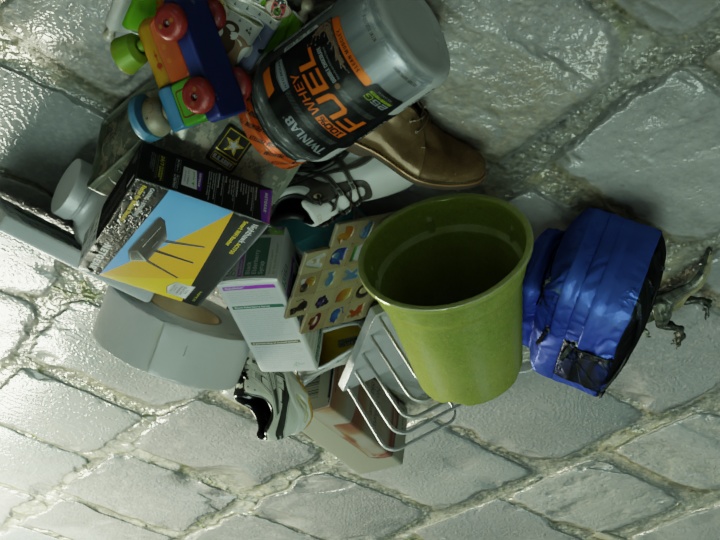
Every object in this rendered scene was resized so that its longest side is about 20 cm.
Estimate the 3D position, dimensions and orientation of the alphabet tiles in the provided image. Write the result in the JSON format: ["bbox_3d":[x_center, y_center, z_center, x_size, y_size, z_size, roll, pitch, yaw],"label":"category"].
[{"bbox_3d":[0.000,0.000,1.396,0.198,0.006,0.168,-13,137,-38],"label":"alphabet tiles"}]

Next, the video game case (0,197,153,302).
[{"bbox_3d":[-0.359,-0.031,1.409,0.199,0.024,0.182,30,179,-30],"label":"video game case"}]

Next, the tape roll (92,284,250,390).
[{"bbox_3d":[-0.237,0.079,1.484,0.200,0.202,0.072,20,99,-20],"label":"tape roll"}]

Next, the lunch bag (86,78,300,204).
[{"bbox_3d":[-0.170,-0.131,1.258,0.163,0.119,0.199,30,136,-32],"label":"lunch bag"}]

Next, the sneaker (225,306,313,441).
[{"bbox_3d":[-0.139,0.133,1.561,0.087,0.202,0.076,-23,172,-36],"label":"sneaker"}]

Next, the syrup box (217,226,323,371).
[{"bbox_3d":[-0.107,0.039,1.431,0.080,0.080,0.201,-3,143,12],"label":"syrup box"}]

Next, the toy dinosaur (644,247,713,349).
[{"bbox_3d":[0.401,0.049,1.498,0.087,0.048,0.200,31,134,-21],"label":"toy dinosaur"}]

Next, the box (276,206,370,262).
[{"bbox_3d":[-0.073,-0.023,1.453,0.198,0.050,0.082,-22,136,33],"label":"box"}]

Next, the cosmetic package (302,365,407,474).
[{"bbox_3d":[-0.018,0.210,1.725,0.086,0.105,0.200,-16,140,29],"label":"cosmetic package"}]

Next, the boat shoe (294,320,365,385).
[{"bbox_3d":[-0.070,0.114,1.601,0.199,0.076,0.086,-17,162,24],"label":"boat shoe"}]

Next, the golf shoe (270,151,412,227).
[{"bbox_3d":[-0.024,-0.087,1.321,0.197,0.096,0.078,-6,142,13],"label":"golf shoe"}]

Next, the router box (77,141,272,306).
[{"bbox_3d":[-0.200,-0.044,1.240,0.147,0.052,0.200,18,146,-22],"label":"router box"}]

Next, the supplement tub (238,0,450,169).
[{"bbox_3d":[-0.020,-0.189,1.140,0.199,0.124,0.122,-31,132,31],"label":"supplement tub"}]

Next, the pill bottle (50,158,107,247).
[{"bbox_3d":[-0.263,-0.055,1.380,0.199,0.112,0.110,29,138,-30],"label":"pill bottle"}]

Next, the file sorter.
[{"bbox_3d":[0.077,0.125,1.528,0.137,0.125,0.201,-22,154,-27],"label":"file sorter"}]

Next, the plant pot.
[{"bbox_3d":[0.112,0.046,1.336,0.197,0.202,0.186,-5,128,14],"label":"plant pot"}]

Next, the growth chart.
[{"bbox_3d":[-0.158,-0.250,1.179,0.197,0.018,0.145,14,144,-11],"label":"growth chart"}]

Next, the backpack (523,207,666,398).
[{"bbox_3d":[0.267,0.030,1.385,0.165,0.164,0.201,20,147,6],"label":"backpack"}]

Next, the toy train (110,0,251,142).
[{"bbox_3d":[-0.194,-0.229,1.116,0.114,0.084,0.203,-17,97,29],"label":"toy train"}]

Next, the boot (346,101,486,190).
[{"bbox_3d":[0.057,-0.148,1.252,0.197,0.074,0.076,20,132,-16],"label":"boot"}]
